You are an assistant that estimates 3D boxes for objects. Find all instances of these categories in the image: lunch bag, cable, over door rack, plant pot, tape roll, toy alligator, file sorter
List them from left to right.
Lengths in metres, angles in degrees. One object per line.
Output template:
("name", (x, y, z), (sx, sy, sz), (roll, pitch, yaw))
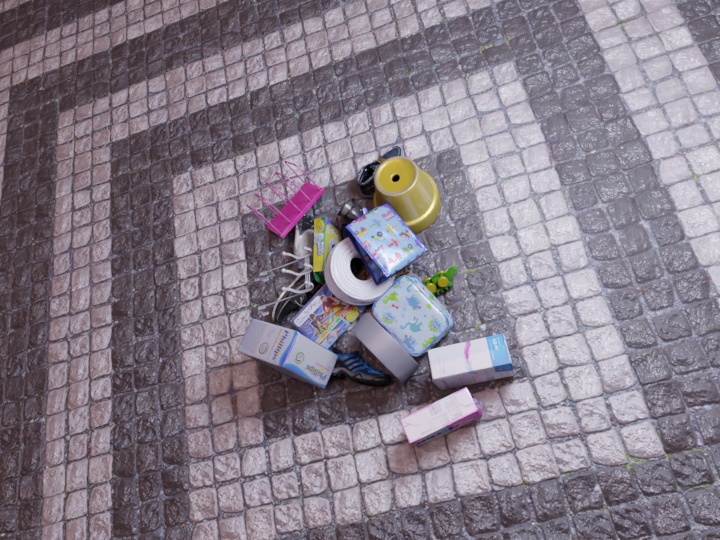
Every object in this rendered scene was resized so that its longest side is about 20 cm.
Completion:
("over door rack", (-0.228, 0.026, 1.751), (0.200, 0.067, 0.148), (-28, 44, 23))
("file sorter", (-0.241, -0.228, 1.878), (0.200, 0.125, 0.139), (-49, 32, -6))
("cable", (0.000, 0.000, 1.700), (0.200, 0.069, 0.200), (37, 66, -6))
("lunch bag", (0.060, -0.088, 1.658), (0.150, 0.094, 0.200), (-33, 87, -24))
("tape roll", (0.064, 0.205, 1.594), (0.066, 0.200, 0.200), (-45, 63, -4))
("plant pot", (0.123, -0.231, 1.761), (0.200, 0.189, 0.201), (-6, 67, 16))
("lunch bag", (0.140, 0.124, 1.640), (0.200, 0.082, 0.161), (47, 105, 14))
("toy alligator", (0.195, 0.056, 1.701), (0.200, 0.059, 0.054), (-30, 106, 11))

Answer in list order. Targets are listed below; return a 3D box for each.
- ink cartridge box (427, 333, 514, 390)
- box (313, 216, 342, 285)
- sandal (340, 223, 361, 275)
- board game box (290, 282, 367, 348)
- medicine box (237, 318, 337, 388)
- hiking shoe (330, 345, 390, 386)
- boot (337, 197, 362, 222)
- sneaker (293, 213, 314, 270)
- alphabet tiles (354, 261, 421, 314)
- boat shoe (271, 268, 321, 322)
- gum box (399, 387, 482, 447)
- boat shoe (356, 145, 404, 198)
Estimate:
("ink cartridge box", (0.284, 0.238, 1.542), (0.200, 0.145, 0.085), (-15, 65, 11))
("box", (-0.096, -0.046, 1.791), (0.048, 0.117, 0.200), (-9, 67, 23))
("sandal", (-0.024, -0.050, 1.792), (0.048, 0.075, 0.201), (-4, 68, -9))
("board game box", (-0.086, 0.119, 1.729), (0.135, 0.034, 0.200), (44, 87, -3))
("medicine box", (-0.199, 0.227, 1.648), (0.200, 0.182, 0.103), (9, 70, 41))
("hiking shoe", (-0.007, 0.265, 1.662), (0.200, 0.074, 0.087), (10, 73, 21))
("boot", (0.015, -0.138, 1.805), (0.174, 0.200, 0.069), (39, 100, -4))
("sneaker", (-0.179, -0.092, 1.870), (0.072, 0.072, 0.200), (-42, 40, 45))
("alphabet tiles", (0.052, 0.040, 1.773), (0.200, 0.008, 0.167), (33, 81, 25))
("boat shoe", (-0.188, 0.079, 1.796), (0.068, 0.072, 0.200), (35, 80, 30))
("gum box", (0.212, 0.374, 1.527), (0.200, 0.114, 0.066), (-27, 63, 6))
("boat shoe", (0.064, -0.323, 1.870), (0.071, 0.091, 0.200), (30, 80, 25))
